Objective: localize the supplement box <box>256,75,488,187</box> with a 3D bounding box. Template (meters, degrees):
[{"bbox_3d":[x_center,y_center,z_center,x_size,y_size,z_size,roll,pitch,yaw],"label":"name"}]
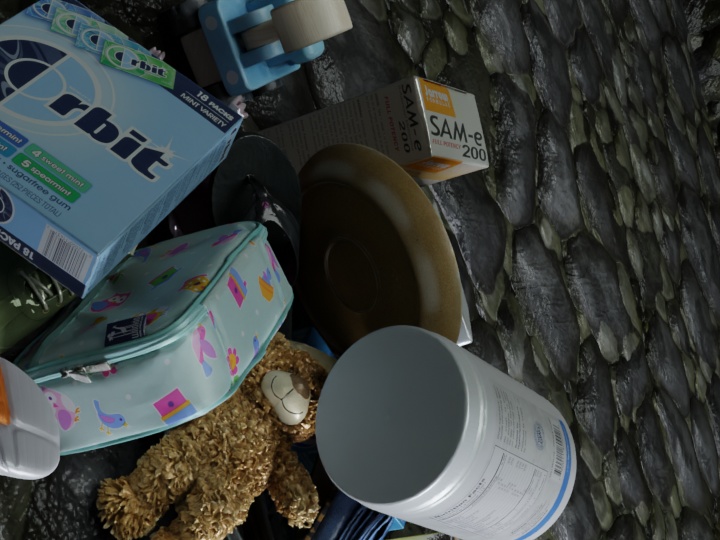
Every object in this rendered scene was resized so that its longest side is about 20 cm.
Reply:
[{"bbox_3d":[0.000,-0.106,1.151,0.125,0.198,0.075,0,77,-60],"label":"supplement box"}]

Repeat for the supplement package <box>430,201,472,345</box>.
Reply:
[{"bbox_3d":[0.033,0.013,1.174,0.200,0.115,0.119,-64,136,-82],"label":"supplement package"}]

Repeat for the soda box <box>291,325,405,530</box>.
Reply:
[{"bbox_3d":[-0.027,0.146,1.121,0.201,0.067,0.065,57,34,-30],"label":"soda box"}]

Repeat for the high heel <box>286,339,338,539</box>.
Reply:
[{"bbox_3d":[-0.043,0.153,1.035,0.200,0.142,0.072,49,16,-27],"label":"high heel"}]

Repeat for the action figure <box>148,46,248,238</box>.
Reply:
[{"bbox_3d":[-0.153,-0.085,1.012,0.199,0.134,0.150,36,88,-32],"label":"action figure"}]

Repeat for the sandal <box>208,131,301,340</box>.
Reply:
[{"bbox_3d":[-0.073,-0.007,0.978,0.074,0.048,0.204,-13,114,-26],"label":"sandal"}]

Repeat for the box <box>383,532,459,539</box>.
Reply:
[{"bbox_3d":[0.035,0.288,1.185,0.199,0.050,0.077,10,68,-58],"label":"box"}]

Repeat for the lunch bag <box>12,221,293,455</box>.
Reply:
[{"bbox_3d":[-0.145,0.042,0.872,0.200,0.158,0.078,-57,131,-61],"label":"lunch bag"}]

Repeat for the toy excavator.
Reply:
[{"bbox_3d":[-0.071,-0.206,1.069,0.194,0.198,0.101,-40,111,-59],"label":"toy excavator"}]

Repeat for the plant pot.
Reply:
[{"bbox_3d":[0.000,0.000,1.006,0.027,0.199,0.203,-24,99,-38],"label":"plant pot"}]

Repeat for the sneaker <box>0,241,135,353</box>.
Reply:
[{"bbox_3d":[-0.201,-0.018,0.865,0.068,0.089,0.201,62,31,-23],"label":"sneaker"}]

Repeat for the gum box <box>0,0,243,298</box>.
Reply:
[{"bbox_3d":[-0.196,-0.094,0.852,0.169,0.045,0.200,34,39,2],"label":"gum box"}]

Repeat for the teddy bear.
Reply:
[{"bbox_3d":[-0.096,0.132,0.906,0.146,0.198,0.067,57,-14,22],"label":"teddy bear"}]

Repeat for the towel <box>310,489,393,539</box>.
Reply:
[{"bbox_3d":[-0.040,0.262,0.953,0.202,0.048,0.112,-60,172,-20],"label":"towel"}]

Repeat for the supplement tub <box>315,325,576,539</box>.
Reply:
[{"bbox_3d":[0.069,0.129,0.946,0.199,0.130,0.134,31,51,-52],"label":"supplement tub"}]

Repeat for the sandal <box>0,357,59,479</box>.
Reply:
[{"bbox_3d":[-0.274,0.080,0.732,0.205,0.059,0.080,22,39,-32],"label":"sandal"}]

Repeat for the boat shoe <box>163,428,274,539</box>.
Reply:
[{"bbox_3d":[-0.103,0.159,0.983,0.074,0.064,0.206,10,68,-59],"label":"boat shoe"}]
